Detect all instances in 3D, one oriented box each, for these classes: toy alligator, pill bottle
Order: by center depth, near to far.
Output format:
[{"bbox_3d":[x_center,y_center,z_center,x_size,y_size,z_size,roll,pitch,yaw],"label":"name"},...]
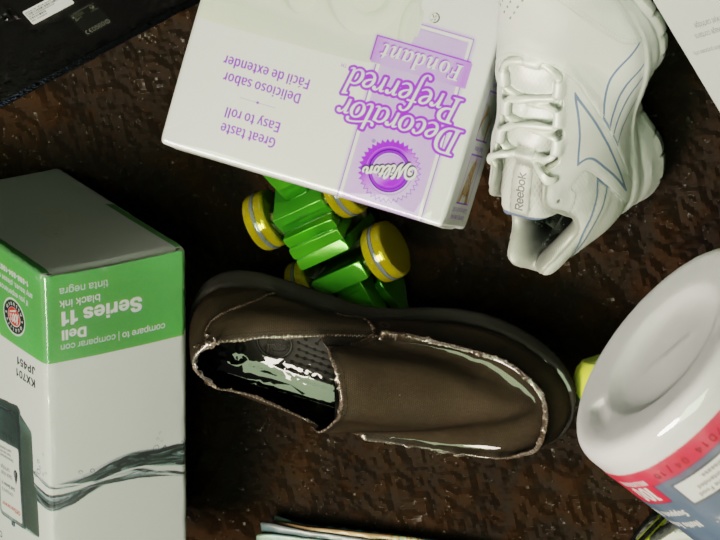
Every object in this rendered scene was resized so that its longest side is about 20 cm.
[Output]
[{"bbox_3d":[0.208,0.092,1.320,0.200,0.120,0.120,38,117,-17],"label":"pill bottle"},{"bbox_3d":[0.000,0.000,1.469,0.059,0.054,0.200,-24,109,26],"label":"toy alligator"}]

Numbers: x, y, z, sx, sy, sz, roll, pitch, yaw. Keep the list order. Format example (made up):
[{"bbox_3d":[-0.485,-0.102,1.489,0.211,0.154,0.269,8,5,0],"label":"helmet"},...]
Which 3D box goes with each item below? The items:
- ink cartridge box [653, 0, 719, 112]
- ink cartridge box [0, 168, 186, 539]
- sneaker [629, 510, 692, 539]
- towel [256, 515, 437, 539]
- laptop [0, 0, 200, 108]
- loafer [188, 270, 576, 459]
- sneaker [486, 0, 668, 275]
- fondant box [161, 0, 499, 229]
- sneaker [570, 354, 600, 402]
[{"bbox_3d":[0.238,-0.100,1.297,0.145,0.083,0.200,-36,99,-19],"label":"ink cartridge box"},{"bbox_3d":[-0.157,0.066,1.489,0.147,0.083,0.200,29,124,52],"label":"ink cartridge box"},{"bbox_3d":[0.213,0.124,1.432,0.200,0.075,0.076,-30,98,26],"label":"sneaker"},{"bbox_3d":[0.043,0.210,1.550,0.200,0.022,0.147,6,112,14],"label":"towel"},{"bbox_3d":[-0.192,-0.202,1.480,0.177,0.103,0.200,-25,126,25],"label":"laptop"},{"bbox_3d":[0.005,0.058,1.425,0.200,0.071,0.073,11,120,11],"label":"loafer"},{"bbox_3d":[0.095,-0.072,1.344,0.074,0.087,0.200,22,150,28],"label":"sneaker"},{"bbox_3d":[0.005,-0.134,1.378,0.144,0.058,0.200,17,94,11],"label":"fondant box"},{"bbox_3d":[0.192,0.016,1.405,0.200,0.078,0.090,-18,96,16],"label":"sneaker"}]
